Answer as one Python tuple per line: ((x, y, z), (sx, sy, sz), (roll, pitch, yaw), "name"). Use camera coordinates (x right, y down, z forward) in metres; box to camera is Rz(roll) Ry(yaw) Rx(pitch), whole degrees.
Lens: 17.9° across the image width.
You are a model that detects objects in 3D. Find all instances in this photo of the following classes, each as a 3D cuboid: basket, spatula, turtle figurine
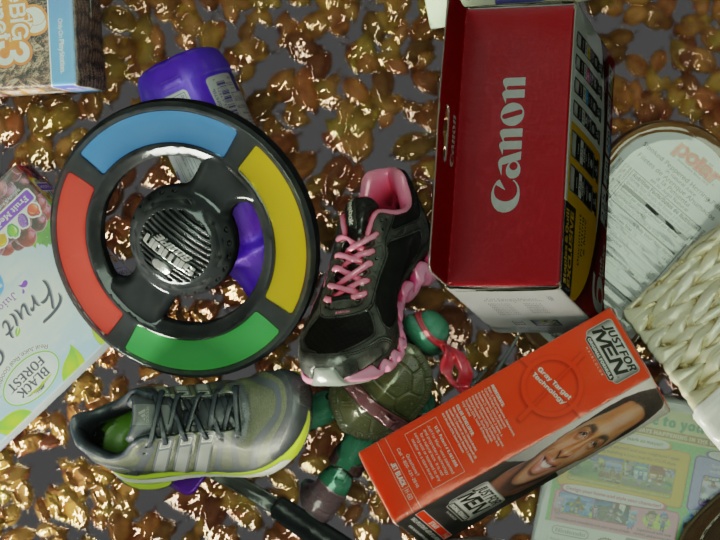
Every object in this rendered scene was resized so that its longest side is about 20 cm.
((0.293, 0.025, 1.562), (0.200, 0.136, 0.123), (-43, 64, 5), "basket")
((-0.076, 0.165, 1.674), (0.200, 0.021, 0.057), (31, 94, 3), "spatula")
((0.010, 0.081, 1.628), (0.200, 0.101, 0.150), (-45, 83, 13), "turtle figurine")

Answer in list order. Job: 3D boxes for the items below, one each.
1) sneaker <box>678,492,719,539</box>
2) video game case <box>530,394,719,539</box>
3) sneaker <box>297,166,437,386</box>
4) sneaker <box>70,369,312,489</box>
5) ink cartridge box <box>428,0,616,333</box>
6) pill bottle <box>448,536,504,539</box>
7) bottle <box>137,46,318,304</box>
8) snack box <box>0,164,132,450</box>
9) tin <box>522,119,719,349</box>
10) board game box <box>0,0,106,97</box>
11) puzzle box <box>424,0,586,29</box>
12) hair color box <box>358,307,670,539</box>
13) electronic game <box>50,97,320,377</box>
((0.313, 0.168, 1.585), (0.199, 0.076, 0.071), (-25, 90, 5), "sneaker")
((0.226, 0.184, 1.645), (0.199, 0.022, 0.183), (11, 93, 6), "video game case")
((0.000, 0.000, 1.570), (0.079, 0.200, 0.096), (-2, 124, 22), "sneaker")
((-0.120, 0.111, 1.604), (0.200, 0.081, 0.074), (-18, 66, 32), "sneaker")
((0.112, -0.073, 1.540), (0.084, 0.176, 0.201), (-1, 76, 19), "ink cartridge box")
((0.070, 0.296, 1.620), (0.110, 0.111, 0.201), (-9, 92, 6), "pill bottle")
((-0.091, -0.060, 1.636), (0.065, 0.084, 0.201), (-25, 90, 12), "bottle")
((-0.271, 0.041, 1.672), (0.200, 0.053, 0.142), (-44, 89, 5), "snack box")
((0.191, -0.018, 1.633), (0.112, 0.042, 0.200), (40, 95, -1), "tin")
((-0.293, -0.205, 1.643), (0.199, 0.097, 0.160), (-3, 92, 6), "board game box")
((0.095, -0.280, 1.622), (0.133, 0.025, 0.201), (-9, 101, 5), "puzzle box")
((0.108, 0.111, 1.571), (0.200, 0.102, 0.061), (-31, 67, 5), "hair color box")
((-0.123, -0.021, 1.587), (0.199, 0.042, 0.201), (5, 108, 16), "electronic game")
